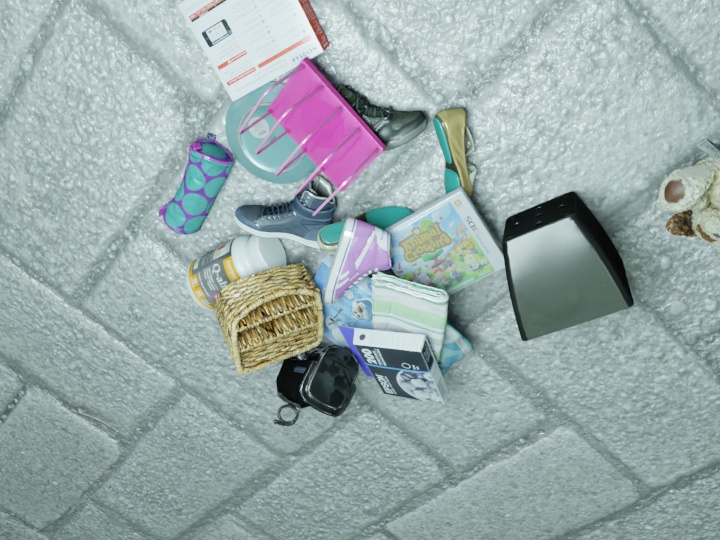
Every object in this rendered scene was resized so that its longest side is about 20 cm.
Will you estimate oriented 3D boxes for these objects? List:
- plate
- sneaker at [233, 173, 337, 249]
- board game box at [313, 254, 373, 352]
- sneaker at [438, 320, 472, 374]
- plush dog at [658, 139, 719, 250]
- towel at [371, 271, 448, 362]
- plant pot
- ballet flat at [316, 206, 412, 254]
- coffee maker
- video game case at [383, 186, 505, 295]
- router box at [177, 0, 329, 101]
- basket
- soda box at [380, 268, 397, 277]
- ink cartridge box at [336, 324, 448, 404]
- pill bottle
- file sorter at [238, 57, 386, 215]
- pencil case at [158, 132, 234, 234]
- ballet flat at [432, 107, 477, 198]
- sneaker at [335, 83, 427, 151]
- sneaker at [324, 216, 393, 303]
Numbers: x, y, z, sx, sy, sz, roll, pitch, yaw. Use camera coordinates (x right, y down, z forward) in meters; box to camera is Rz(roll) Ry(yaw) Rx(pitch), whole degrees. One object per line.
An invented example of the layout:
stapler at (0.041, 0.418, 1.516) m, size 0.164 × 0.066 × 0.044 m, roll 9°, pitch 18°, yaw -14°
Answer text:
plate at (-0.164, -0.252, 1.202) m, size 0.196 × 0.026 × 0.203 m, roll 6°, pitch 124°, yaw 8°
sneaker at (-0.143, -0.129, 1.237) m, size 0.198 × 0.078 × 0.147 m, roll 11°, pitch 136°, yaw -7°
board game box at (-0.018, 0.087, 1.331) m, size 0.197 × 0.043 × 0.201 m, roll 34°, pitch 137°, yaw 9°
sneaker at (0.148, 0.162, 1.308) m, size 0.131 × 0.080 × 0.200 m, roll -47°, pitch 139°, yaw 1°
plush dog at (0.620, -0.109, 1.080) m, size 0.198 × 0.161 × 0.173 m, roll 21°, pitch 146°, yaw 32°
towel at (0.089, 0.097, 1.208) m, size 0.147 × 0.031 × 0.202 m, roll 16°, pitch 138°, yaw 16°
plant pot at (0.353, -0.022, 1.151) m, size 0.197 × 0.200 × 0.179 m, roll -23°, pitch 105°, yaw 24°
ballet flat at (0.010, -0.078, 1.246) m, size 0.196 × 0.069 × 0.063 m, roll -12°, pitch 154°, yaw -5°
coffee maker at (-0.098, 0.253, 1.375) m, size 0.132 × 0.199 × 0.196 m, roll 8°, pitch 84°, yaw -21°
video game case at (0.149, -0.036, 1.195) m, size 0.198 × 0.022 × 0.183 m, roll -28°, pitch 115°, yaw 24°
router box at (-0.180, -0.415, 1.079) m, size 0.197 × 0.049 × 0.181 m, roll -19°, pitch 115°, yaw 23°
basket at (-0.171, 0.090, 1.258) m, size 0.197 × 0.151 × 0.143 m, roll -17°, pitch 158°, yaw -26°
soda box at (0.081, 0.027, 1.303) m, size 0.062 × 0.071 × 0.203 m, roll -7°, pitch 121°, yaw 15°
ink cartridge box at (0.061, 0.190, 1.281) m, size 0.197 × 0.044 × 0.199 m, roll 5°, pitch 142°, yaw 29°
pill bottle at (-0.259, -0.003, 1.330) m, size 0.198 × 0.117 × 0.117 m, roll -24°, pitch 115°, yaw 25°
file sorter at (-0.088, -0.217, 1.078) m, size 0.200 × 0.126 × 0.139 m, roll 47°, pitch 137°, yaw -6°
pencil case at (-0.324, -0.165, 1.257) m, size 0.091 × 0.086 × 0.201 m, roll 21°, pitch 126°, yaw -22°
ballet flat at (0.180, -0.194, 1.145) m, size 0.062 × 0.069 × 0.203 m, roll -22°, pitch 123°, yaw -9°
sneaker at (0.016, -0.271, 1.119) m, size 0.196 × 0.077 × 0.116 m, roll -3°, pitch 129°, yaw 21°
sneaker at (0.000, 0.000, 1.194) m, size 0.112 × 0.073 × 0.202 m, roll 16°, pitch 134°, yaw -8°
